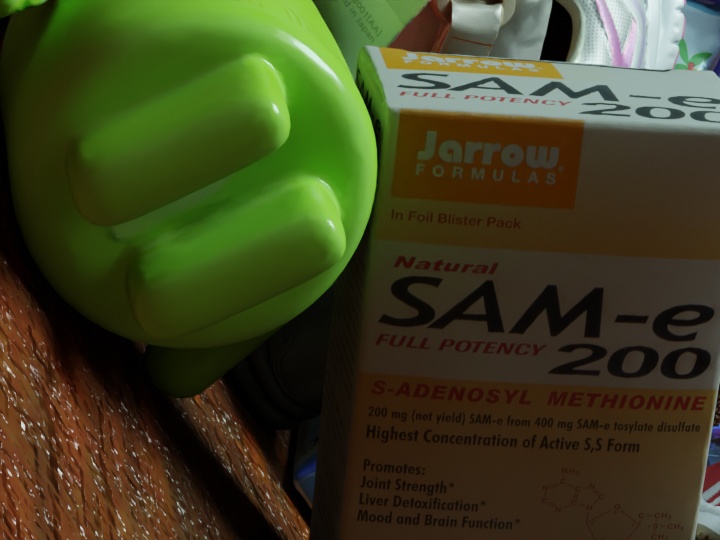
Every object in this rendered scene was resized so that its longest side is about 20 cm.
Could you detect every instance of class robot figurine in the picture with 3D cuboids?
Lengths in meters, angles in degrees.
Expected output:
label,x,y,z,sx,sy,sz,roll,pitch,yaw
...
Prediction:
label,x,y,z,sx,sy,sz,roll,pitch,yaw
robot figurine,-0.060,-0.049,0.903,0.176,0.116,0.200,62,2,-24

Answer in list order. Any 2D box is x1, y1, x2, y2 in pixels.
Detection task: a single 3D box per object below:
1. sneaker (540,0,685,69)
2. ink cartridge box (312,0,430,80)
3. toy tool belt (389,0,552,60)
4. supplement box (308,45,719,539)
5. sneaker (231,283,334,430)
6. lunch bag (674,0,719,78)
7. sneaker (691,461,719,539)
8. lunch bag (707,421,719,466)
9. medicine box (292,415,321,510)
label,x,y,z,sx,sy,sz,roll,pitch,yaw
sneaker,0.087,-0.049,1.168,0.088,0.081,0.200,8,72,-42
ink cartridge box,-0.064,-0.129,1.020,0.044,0.174,0.200,-19,70,-49
toy tool belt,0.015,-0.124,1.037,0.125,0.123,0.200,-78,-179,-60
supplement box,0.055,0.031,0.934,0.074,0.126,0.200,-106,-160,-68
sneaker,0.000,0.000,1.129,0.071,0.099,0.200,64,22,-15
lunch bag,0.088,-0.097,1.319,0.200,0.128,0.170,18,-7,14
sneaker,0.173,0.085,0.975,0.071,0.112,0.200,57,-5,-10
lunch bag,0.172,0.173,1.328,0.170,0.124,0.200,18,76,-80
medicine box,0.064,0.112,1.143,0.182,0.103,0.200,56,6,-8
